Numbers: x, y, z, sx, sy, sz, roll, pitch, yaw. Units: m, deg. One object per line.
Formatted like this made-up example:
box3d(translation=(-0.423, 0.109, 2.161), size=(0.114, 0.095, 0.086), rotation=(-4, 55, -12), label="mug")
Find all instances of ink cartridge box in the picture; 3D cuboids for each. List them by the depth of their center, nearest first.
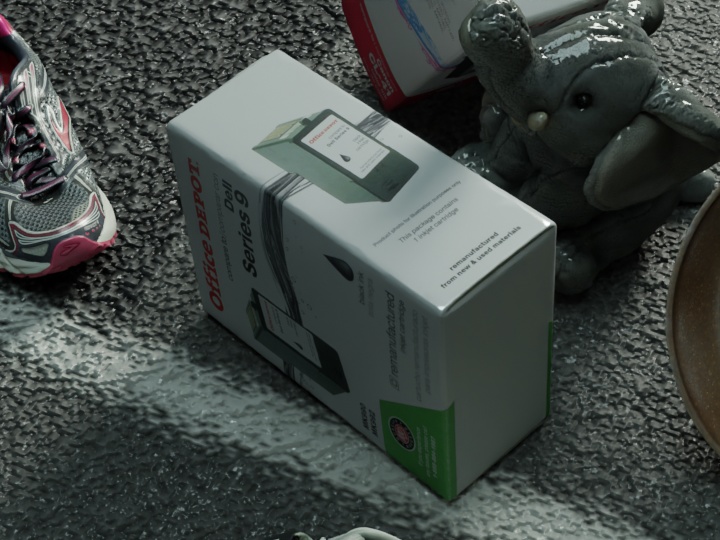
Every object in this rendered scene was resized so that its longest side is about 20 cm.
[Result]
box3d(translation=(0.000, 0.000, 0.897), size=(0.084, 0.147, 0.199), rotation=(-36, 53, -27), label="ink cartridge box")
box3d(translation=(0.089, -0.172, 1.023), size=(0.147, 0.200, 0.086), rotation=(-21, 90, -17), label="ink cartridge box")

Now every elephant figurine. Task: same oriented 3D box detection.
box3d(translation=(0.127, -0.084, 0.921), size=(0.141, 0.200, 0.155), rotation=(34, 60, 9), label="elephant figurine")

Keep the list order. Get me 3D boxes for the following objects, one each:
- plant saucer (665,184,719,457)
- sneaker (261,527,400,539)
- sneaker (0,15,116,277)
box3d(translation=(0.249, 0.022, 0.851), size=(0.198, 0.202, 0.037), rotation=(5, 13, 9), label="plant saucer")
box3d(translation=(-0.026, 0.148, 0.794), size=(0.198, 0.089, 0.075), rotation=(1, 46, 7), label="sneaker")
box3d(translation=(-0.205, -0.072, 1.032), size=(0.080, 0.075, 0.200), rotation=(-21, 48, -16), label="sneaker")
